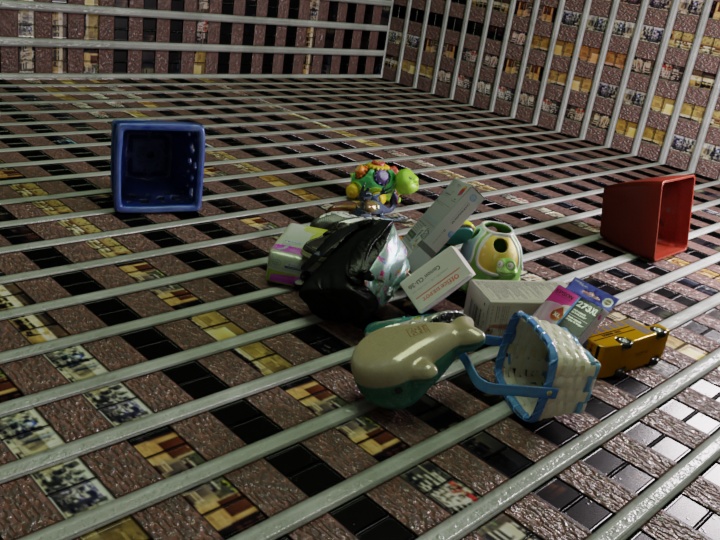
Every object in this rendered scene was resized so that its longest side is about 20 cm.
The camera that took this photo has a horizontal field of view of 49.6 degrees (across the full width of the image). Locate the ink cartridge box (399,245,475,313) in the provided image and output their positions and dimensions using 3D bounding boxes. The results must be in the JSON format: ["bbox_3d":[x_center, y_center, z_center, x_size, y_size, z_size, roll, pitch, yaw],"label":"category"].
[{"bbox_3d":[0.140,0.015,1.392,0.068,0.116,0.200,54,7,6],"label":"ink cartridge box"}]

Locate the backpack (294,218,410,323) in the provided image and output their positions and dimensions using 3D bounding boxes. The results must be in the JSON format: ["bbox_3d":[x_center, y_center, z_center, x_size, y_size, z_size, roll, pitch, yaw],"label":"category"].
[{"bbox_3d":[0.000,0.000,1.395,0.166,0.127,0.200,3,42,35],"label":"backpack"}]

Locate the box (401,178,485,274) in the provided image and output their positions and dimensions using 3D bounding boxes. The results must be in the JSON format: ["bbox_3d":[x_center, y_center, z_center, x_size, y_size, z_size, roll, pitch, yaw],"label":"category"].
[{"bbox_3d":[0.150,-0.089,1.548,0.041,0.200,0.156,39,5,-12],"label":"box"}]

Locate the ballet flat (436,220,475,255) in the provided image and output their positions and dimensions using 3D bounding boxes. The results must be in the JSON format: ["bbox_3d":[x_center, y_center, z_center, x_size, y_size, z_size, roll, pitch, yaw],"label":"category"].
[{"bbox_3d":[0.180,-0.076,1.637,0.066,0.200,0.068,10,65,-14],"label":"ballet flat"}]

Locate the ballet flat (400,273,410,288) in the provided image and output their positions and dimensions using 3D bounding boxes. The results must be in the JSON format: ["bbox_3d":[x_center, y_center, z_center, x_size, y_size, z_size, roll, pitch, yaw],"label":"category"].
[{"bbox_3d":[0.042,-0.021,1.613,0.069,0.070,0.200,-4,31,-30],"label":"ballet flat"}]

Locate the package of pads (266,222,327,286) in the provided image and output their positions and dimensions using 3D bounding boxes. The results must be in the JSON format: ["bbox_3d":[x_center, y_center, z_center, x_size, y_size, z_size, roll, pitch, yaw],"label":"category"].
[{"bbox_3d":[-0.098,-0.025,1.555,0.153,0.069,0.200,12,22,5],"label":"package of pads"}]

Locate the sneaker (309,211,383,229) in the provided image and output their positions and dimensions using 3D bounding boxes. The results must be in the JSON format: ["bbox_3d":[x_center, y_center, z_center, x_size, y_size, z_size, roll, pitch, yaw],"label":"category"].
[{"bbox_3d":[-0.014,-0.087,1.737,0.198,0.067,0.091,3,20,-22],"label":"sneaker"}]

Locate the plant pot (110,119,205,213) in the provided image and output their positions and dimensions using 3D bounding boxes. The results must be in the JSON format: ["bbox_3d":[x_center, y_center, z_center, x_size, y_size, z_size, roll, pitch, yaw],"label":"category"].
[{"bbox_3d":[-0.475,-0.250,1.791,0.198,0.202,0.180,-2,19,-25],"label":"plant pot"}]

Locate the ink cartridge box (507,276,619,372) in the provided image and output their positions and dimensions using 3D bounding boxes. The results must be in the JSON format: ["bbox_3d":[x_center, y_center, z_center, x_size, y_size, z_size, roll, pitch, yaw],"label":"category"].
[{"bbox_3d":[0.348,0.091,1.341,0.200,0.037,0.094,-44,50,-18],"label":"ink cartridge box"}]

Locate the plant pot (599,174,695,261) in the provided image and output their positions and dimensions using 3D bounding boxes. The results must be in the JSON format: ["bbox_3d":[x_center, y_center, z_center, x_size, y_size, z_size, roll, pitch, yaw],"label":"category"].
[{"bbox_3d":[0.743,-0.152,2.046,0.175,0.202,0.199,15,20,43],"label":"plant pot"}]

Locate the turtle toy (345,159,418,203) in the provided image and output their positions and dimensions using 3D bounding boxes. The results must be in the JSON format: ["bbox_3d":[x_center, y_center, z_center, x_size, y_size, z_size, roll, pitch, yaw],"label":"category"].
[{"bbox_3d":[0.062,-0.238,2.086,0.198,0.102,0.146,18,24,21],"label":"turtle toy"}]

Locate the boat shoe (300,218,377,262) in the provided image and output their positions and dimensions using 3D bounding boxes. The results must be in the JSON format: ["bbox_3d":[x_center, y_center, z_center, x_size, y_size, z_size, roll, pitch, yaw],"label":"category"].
[{"bbox_3d":[-0.037,-0.063,1.498,0.073,0.065,0.199,29,28,30],"label":"boat shoe"}]

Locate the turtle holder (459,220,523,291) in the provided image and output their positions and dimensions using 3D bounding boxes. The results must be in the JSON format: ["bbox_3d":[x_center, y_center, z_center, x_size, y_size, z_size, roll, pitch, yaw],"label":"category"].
[{"bbox_3d":[0.266,-0.022,1.604,0.140,0.133,0.185,17,23,17],"label":"turtle holder"}]

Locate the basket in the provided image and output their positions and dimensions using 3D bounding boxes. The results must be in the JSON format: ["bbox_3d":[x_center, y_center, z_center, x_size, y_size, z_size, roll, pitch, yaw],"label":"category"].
[{"bbox_3d":[0.243,0.145,1.177,0.198,0.140,0.177,12,20,-14],"label":"basket"}]

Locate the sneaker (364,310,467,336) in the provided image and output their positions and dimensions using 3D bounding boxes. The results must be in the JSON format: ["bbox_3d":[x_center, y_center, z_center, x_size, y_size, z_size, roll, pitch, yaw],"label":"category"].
[{"bbox_3d":[0.100,0.099,1.329,0.198,0.078,0.080,-3,16,-26],"label":"sneaker"}]

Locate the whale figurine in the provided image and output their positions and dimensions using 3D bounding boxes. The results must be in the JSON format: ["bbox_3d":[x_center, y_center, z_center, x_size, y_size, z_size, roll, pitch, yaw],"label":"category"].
[{"bbox_3d":[0.087,0.135,1.145,0.198,0.105,0.159,-20,21,-7],"label":"whale figurine"}]

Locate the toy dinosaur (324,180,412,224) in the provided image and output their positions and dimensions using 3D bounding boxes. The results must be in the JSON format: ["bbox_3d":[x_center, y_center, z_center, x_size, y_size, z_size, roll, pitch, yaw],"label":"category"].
[{"bbox_3d":[0.030,-0.170,1.940,0.198,0.106,0.181,1,-1,14],"label":"toy dinosaur"}]

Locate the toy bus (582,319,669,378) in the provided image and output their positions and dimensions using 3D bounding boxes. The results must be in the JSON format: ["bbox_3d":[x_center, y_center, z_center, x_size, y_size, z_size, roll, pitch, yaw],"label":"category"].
[{"bbox_3d":[0.465,0.136,1.390,0.199,0.066,0.078,-9,27,-37],"label":"toy bus"}]

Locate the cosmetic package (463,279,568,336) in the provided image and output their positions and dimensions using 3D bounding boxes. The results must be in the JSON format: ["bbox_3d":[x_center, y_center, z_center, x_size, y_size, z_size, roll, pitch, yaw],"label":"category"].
[{"bbox_3d":[0.301,0.076,1.439,0.198,0.088,0.103,1,22,-16],"label":"cosmetic package"}]
